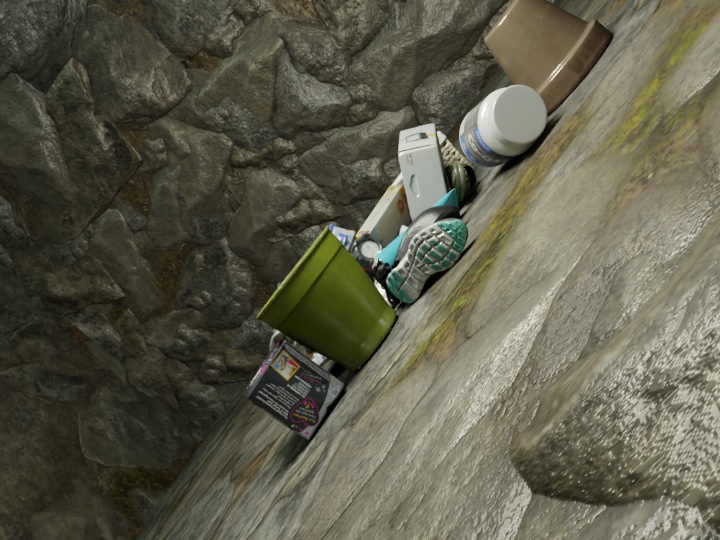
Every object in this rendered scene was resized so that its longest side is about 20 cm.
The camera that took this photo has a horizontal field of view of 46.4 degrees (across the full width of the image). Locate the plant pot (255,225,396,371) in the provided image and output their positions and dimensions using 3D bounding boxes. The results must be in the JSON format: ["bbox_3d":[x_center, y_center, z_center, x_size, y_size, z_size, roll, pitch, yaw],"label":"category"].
[{"bbox_3d":[-0.046,0.064,1.448,0.201,0.192,0.200,-50,4,5],"label":"plant pot"}]

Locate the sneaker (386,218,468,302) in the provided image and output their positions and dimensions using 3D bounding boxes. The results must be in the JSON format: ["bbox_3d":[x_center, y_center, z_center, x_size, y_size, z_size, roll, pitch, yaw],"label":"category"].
[{"bbox_3d":[0.115,-0.033,1.369,0.200,0.077,0.091,-45,4,47],"label":"sneaker"}]

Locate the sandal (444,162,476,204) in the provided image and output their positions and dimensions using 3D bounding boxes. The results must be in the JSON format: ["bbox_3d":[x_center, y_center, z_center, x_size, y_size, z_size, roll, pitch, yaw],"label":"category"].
[{"bbox_3d":[0.204,-0.176,1.662,0.056,0.082,0.201,-15,4,3],"label":"sandal"}]

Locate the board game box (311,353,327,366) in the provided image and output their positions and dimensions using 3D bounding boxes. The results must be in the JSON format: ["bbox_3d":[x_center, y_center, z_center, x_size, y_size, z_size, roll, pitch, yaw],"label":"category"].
[{"bbox_3d":[-0.057,0.128,1.674,0.200,0.026,0.201,-47,7,48],"label":"board game box"}]

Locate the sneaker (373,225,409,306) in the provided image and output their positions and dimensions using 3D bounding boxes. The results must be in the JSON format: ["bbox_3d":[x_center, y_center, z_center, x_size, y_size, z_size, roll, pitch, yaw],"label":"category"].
[{"bbox_3d":[0.052,0.006,1.586,0.201,0.088,0.075,-54,7,-20],"label":"sneaker"}]

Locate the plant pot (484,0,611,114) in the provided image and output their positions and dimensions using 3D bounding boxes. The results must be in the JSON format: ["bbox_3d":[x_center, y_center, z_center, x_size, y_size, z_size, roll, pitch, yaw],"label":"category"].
[{"bbox_3d":[0.321,-0.402,1.512,0.201,0.174,0.200,-51,6,7],"label":"plant pot"}]

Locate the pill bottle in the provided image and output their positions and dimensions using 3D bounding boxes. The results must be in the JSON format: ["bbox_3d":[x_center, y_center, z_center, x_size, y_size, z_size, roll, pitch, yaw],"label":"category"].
[{"bbox_3d":[0.245,-0.249,1.451,0.114,0.113,0.200,-51,4,-5],"label":"pill bottle"}]

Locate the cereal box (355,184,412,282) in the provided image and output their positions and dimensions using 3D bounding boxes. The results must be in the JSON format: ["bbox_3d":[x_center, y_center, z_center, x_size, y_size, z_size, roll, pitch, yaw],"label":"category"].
[{"bbox_3d":[0.061,-0.071,1.817,0.039,0.146,0.201,0,36,30],"label":"cereal box"}]

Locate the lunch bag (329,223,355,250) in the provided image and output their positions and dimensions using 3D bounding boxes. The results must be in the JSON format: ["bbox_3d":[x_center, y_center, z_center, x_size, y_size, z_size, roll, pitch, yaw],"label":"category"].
[{"bbox_3d":[-0.068,0.008,1.726,0.161,0.074,0.203,109,177,-53],"label":"lunch bag"}]

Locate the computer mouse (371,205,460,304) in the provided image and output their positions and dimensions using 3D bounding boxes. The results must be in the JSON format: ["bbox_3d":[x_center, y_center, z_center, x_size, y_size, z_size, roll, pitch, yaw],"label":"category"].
[{"bbox_3d":[0.095,-0.045,1.482,0.200,0.053,0.139,-47,-31,-7],"label":"computer mouse"}]

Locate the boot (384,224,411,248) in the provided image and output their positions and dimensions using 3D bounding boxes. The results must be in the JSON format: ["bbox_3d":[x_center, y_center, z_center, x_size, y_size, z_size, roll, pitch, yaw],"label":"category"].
[{"bbox_3d":[0.114,-0.070,1.712,0.131,0.068,0.201,-44,8,27],"label":"boot"}]

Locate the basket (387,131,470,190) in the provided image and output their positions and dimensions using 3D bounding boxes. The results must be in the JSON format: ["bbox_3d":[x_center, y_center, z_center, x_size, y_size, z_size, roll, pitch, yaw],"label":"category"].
[{"bbox_3d":[0.161,-0.209,1.937,0.136,0.123,0.200,-52,5,-13],"label":"basket"}]

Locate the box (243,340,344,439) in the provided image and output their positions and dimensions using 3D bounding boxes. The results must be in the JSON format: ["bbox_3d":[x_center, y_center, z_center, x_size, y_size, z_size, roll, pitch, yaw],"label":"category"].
[{"bbox_3d":[-0.120,0.208,1.464,0.116,0.131,0.200,-55,5,-10],"label":"box"}]

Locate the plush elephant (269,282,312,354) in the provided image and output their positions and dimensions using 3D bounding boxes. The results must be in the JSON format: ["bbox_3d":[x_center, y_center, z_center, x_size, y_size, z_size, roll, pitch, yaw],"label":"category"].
[{"bbox_3d":[-0.137,0.132,1.946,0.155,0.198,0.166,-52,10,41],"label":"plush elephant"}]

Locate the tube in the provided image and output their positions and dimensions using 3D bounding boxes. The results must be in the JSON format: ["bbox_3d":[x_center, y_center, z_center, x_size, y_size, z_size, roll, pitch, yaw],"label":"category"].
[{"bbox_3d":[0.110,-0.066,1.555,0.199,0.050,0.078,-42,-29,-16],"label":"tube"}]

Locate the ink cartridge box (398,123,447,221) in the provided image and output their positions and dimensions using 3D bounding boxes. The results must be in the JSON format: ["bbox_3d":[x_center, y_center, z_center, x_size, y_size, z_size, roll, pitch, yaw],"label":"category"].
[{"bbox_3d":[0.131,-0.203,1.717,0.084,0.151,0.201,-12,20,7],"label":"ink cartridge box"}]

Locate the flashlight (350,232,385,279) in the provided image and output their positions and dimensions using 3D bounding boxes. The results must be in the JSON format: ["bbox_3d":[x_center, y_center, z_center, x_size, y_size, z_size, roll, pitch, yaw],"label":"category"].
[{"bbox_3d":[0.000,0.000,1.701,0.068,0.067,0.201,-44,-10,-28],"label":"flashlight"}]
